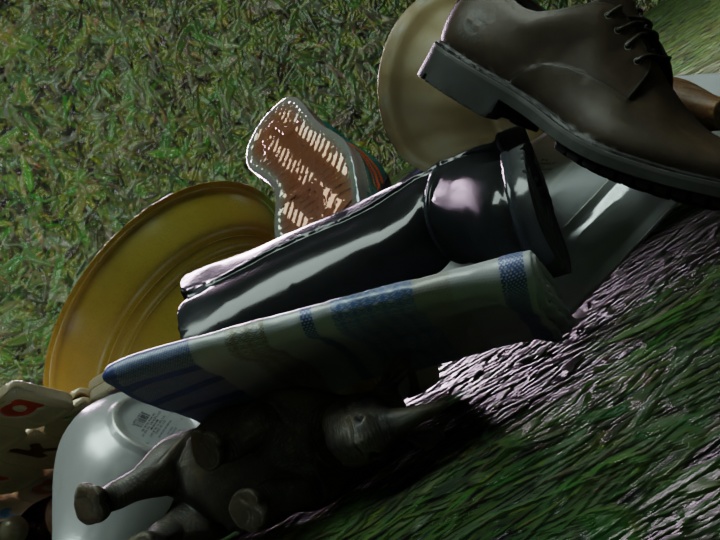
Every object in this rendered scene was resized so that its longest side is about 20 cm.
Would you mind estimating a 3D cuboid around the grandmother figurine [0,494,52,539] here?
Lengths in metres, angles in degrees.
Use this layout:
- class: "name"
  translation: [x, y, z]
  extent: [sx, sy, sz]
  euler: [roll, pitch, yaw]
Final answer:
- class: "grandmother figurine"
  translation: [-0.166, 0.147, 1.167]
  extent: [0.200, 0.061, 0.121]
  euler: [-32, -24, 36]

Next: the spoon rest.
- class: "spoon rest"
  translation: [-0.128, 0.123, 1.025]
  extent: [0.200, 0.099, 0.061]
  euler: [-52, -18, -60]

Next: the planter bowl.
- class: "planter bowl"
  translation: [-0.092, 0.052, 1.241]
  extent: [0.200, 0.083, 0.201]
  euler: [-32, -40, -32]

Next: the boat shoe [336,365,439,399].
- class: "boat shoe"
  translation: [-0.026, 0.051, 1.113]
  extent: [0.068, 0.075, 0.200]
  euler: [-27, 4, -18]

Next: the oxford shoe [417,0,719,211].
- class: "oxford shoe"
  translation: [0.124, -0.089, 0.966]
  extent: [0.085, 0.199, 0.073]
  euler: [-64, -23, 10]

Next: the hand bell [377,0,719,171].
- class: "hand bell"
  translation: [0.113, -0.090, 1.058]
  extent: [0.104, 0.105, 0.199]
  euler: [-34, 31, -32]

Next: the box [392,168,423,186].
- class: "box"
  translation: [0.107, -0.057, 1.324]
  extent: [0.199, 0.086, 0.164]
  euler: [-30, 4, 21]

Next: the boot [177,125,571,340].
- class: "boot"
  translation: [0.000, 0.000, 0.993]
  extent: [0.199, 0.066, 0.165]
  euler: [-21, 9, 7]

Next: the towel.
- class: "towel"
  translation: [-0.003, 0.035, 0.914]
  extent: [0.199, 0.024, 0.147]
  euler: [-15, -12, 8]

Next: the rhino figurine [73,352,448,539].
- class: "rhino figurine"
  translation: [-0.036, 0.084, 0.910]
  extent: [0.199, 0.060, 0.087]
  euler: [-24, -3, 39]

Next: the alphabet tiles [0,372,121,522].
- class: "alphabet tiles"
  translation: [-0.168, 0.105, 1.170]
  extent: [0.199, 0.015, 0.195]
  euler: [-30, -30, 31]

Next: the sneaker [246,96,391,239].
- class: "sneaker"
  translation: [-0.009, -0.041, 1.210]
  extent: [0.071, 0.080, 0.200]
  euler: [-50, 26, 12]

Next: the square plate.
- class: "square plate"
  translation: [0.105, -0.047, 1.100]
  extent: [0.198, 0.029, 0.200]
  euler: [-45, 23, -20]
